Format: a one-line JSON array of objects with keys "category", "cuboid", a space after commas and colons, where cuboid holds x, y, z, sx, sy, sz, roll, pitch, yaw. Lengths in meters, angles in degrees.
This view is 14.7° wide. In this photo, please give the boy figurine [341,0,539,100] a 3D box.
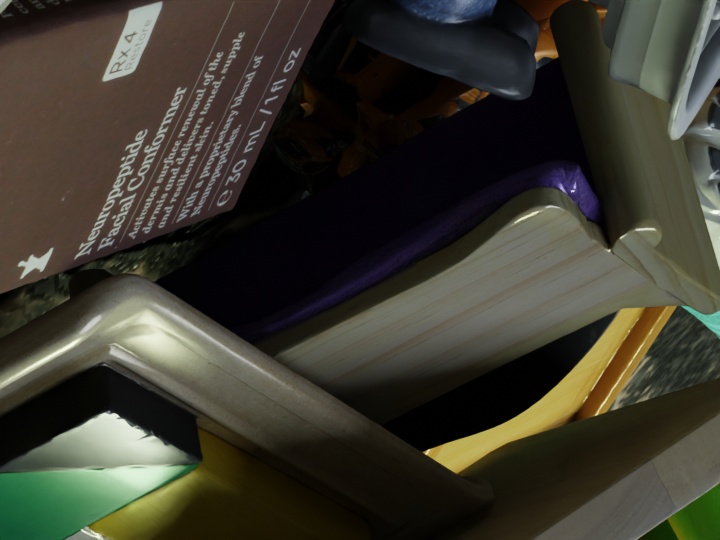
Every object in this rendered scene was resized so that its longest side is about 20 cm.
[{"category": "boy figurine", "cuboid": [0.052, -0.154, 0.757, 0.124, 0.064, 0.201, -78, -171, -74]}]

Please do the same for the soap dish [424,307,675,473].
[{"category": "soap dish", "cuboid": [0.046, 0.027, 1.099, 0.200, 0.081, 0.158, -22, 149, -50]}]

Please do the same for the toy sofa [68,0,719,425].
[{"category": "toy sofa", "cuboid": [0.000, 0.000, 0.845, 0.199, 0.083, 0.097, -28, 145, 24]}]

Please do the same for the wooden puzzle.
[{"category": "wooden puzzle", "cuboid": [-0.082, 0.081, 0.832, 0.185, 0.037, 0.200, -29, 146, 25]}]

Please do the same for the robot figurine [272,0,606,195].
[{"category": "robot figurine", "cuboid": [0.055, -0.093, 0.918, 0.200, 0.058, 0.145, -41, 158, -14]}]

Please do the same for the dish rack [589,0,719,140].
[{"category": "dish rack", "cuboid": [0.119, -0.149, 0.790, 0.200, 0.043, 0.172, -54, 163, -49]}]

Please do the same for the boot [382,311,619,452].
[{"category": "boot", "cuboid": [0.016, 0.031, 0.972, 0.200, 0.074, 0.075, -39, -178, 18]}]

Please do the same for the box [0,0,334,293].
[{"category": "box", "cuboid": [-0.099, -0.048, 0.681, 0.200, 0.075, 0.100, -21, 149, -46]}]

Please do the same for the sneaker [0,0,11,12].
[{"category": "sneaker", "cuboid": [-0.088, -0.124, 0.525, 0.106, 0.075, 0.200, 31, 101, -31]}]

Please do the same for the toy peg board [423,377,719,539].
[{"category": "toy peg board", "cuboid": [0.039, 0.129, 0.874, 0.199, 0.098, 0.200, -31, -178, -27]}]

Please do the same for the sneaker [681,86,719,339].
[{"category": "sneaker", "cuboid": [0.118, -0.020, 1.022, 0.200, 0.079, 0.078, 44, 48, -62]}]

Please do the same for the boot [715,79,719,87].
[{"category": "boot", "cuboid": [0.160, -0.033, 1.233, 0.131, 0.068, 0.200, -51, 161, 23]}]
